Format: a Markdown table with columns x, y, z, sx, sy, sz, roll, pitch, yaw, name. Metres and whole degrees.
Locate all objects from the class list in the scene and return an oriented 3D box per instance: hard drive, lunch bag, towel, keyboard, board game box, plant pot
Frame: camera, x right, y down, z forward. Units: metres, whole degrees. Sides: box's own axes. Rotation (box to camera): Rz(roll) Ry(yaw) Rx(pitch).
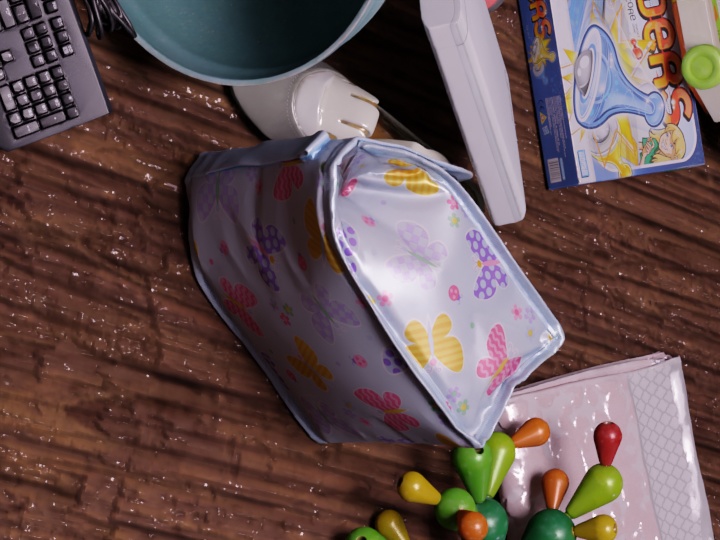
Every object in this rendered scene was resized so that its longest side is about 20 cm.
| x | y | z | sx | sy | sz | roll | pitch | yaw | name |
| --- | --- | --- | --- | --- | --- | --- | --- | --- | --- |
| 0.069 | -0.140 | 1.266 | 0.201 | 0.026 | 0.133 | 66 | 16 | -53 | hard drive |
| 0.000 | 0.000 | 1.201 | 0.200 | 0.169 | 0.127 | 52 | 59 | -21 | lunch bag |
| 0.176 | 0.169 | 1.410 | 0.190 | 0.032 | 0.202 | -12 | 92 | -38 | towel |
| -0.194 | -0.177 | 1.133 | 0.103 | 0.040 | 0.202 | -23 | 101 | -17 | keyboard |
| 0.178 | -0.166 | 1.442 | 0.135 | 0.034 | 0.202 | -11 | 92 | -38 | board game box |
| -0.049 | -0.220 | 1.189 | 0.134 | 0.199 | 0.202 | -29 | 105 | -63 | plant pot |

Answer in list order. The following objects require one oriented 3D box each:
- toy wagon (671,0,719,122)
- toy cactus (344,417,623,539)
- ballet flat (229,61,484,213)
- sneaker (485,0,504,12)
| x | y | z | sx | sy | sz | roll | pitch | yaw | name |
| --- | --- | --- | --- | --- | --- | --- | --- | --- | --- |
| 0.274 | -0.169 | 1.489 | 0.155 | 0.039 | 0.202 | -20 | 101 | -59 | toy wagon |
| 0.090 | 0.186 | 1.297 | 0.199 | 0.102 | 0.167 | -18 | 115 | -28 | toy cactus |
| 0.005 | -0.085 | 1.280 | 0.200 | 0.063 | 0.068 | 37 | 64 | -29 | ballet flat |
| 0.070 | -0.278 | 1.346 | 0.097 | 0.071 | 0.202 | 19 | 75 | -37 | sneaker |
